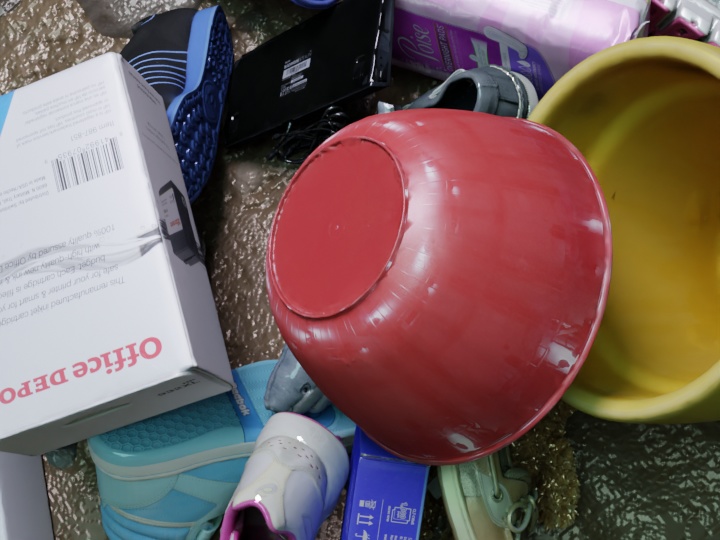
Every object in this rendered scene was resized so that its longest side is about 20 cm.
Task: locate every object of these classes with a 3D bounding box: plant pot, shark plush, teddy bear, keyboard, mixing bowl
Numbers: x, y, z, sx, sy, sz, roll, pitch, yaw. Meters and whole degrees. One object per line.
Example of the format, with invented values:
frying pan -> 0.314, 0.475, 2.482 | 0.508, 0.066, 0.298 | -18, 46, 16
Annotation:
plant pot -> 0.208, -0.014, 0.715 | 0.199, 0.187, 0.204 | -11, 76, 50
shark plush -> 0.000, 0.000, 0.792 | 0.091, 0.082, 0.202 | 50, 125, 53
teddy bear -> 0.083, 0.114, 0.819 | 0.143, 0.067, 0.203 | 14, 91, 22
keyboard -> -0.032, -0.120, 0.868 | 0.199, 0.039, 0.106 | -12, 66, 56
mixing bowl -> 0.021, -0.006, 0.667 | 0.198, 0.108, 0.203 | -18, 62, 38

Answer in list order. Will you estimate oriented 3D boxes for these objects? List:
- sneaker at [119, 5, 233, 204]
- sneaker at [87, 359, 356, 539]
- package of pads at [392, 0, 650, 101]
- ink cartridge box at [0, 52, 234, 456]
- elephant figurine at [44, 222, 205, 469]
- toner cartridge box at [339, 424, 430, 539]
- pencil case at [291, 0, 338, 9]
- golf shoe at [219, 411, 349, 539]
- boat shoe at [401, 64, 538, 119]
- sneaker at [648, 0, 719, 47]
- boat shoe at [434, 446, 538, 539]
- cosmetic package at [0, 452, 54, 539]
sneaker -> -0.144, -0.115, 0.895 | 0.077, 0.071, 0.202 | -5, 43, 13
sneaker -> -0.087, 0.136, 0.855 | 0.197, 0.132, 0.080 | -4, 39, -18
package of pads -> 0.098, -0.169, 0.840 | 0.198, 0.121, 0.076 | 21, 72, 18
ink cartridge box -> -0.174, -0.006, 0.764 | 0.143, 0.084, 0.203 | -19, 74, 8
elephant figurine -> -0.161, 0.009, 0.878 | 0.198, 0.141, 0.157 | -29, 101, -9
toner cartridge box -> 0.006, 0.192, 0.763 | 0.042, 0.095, 0.203 | 8, 103, -1
pencil case -> -0.076, -0.240, 0.882 | 0.077, 0.088, 0.199 | -29, 33, -24
golf shoe -> -0.063, 0.185, 0.784 | 0.074, 0.092, 0.202 | 19, 122, 15
boat shoe -> 0.023, -0.081, 0.845 | 0.198, 0.061, 0.074 | -25, 74, 34
sneaker -> 0.198, -0.217, 0.843 | 0.199, 0.074, 0.088 | 39, 80, 2
boat shoe -> 0.076, 0.102, 0.747 | 0.062, 0.073, 0.204 | -16, 77, 10
cosmetic package -> -0.288, 0.144, 0.904 | 0.100, 0.071, 0.203 | -17, 74, 11
